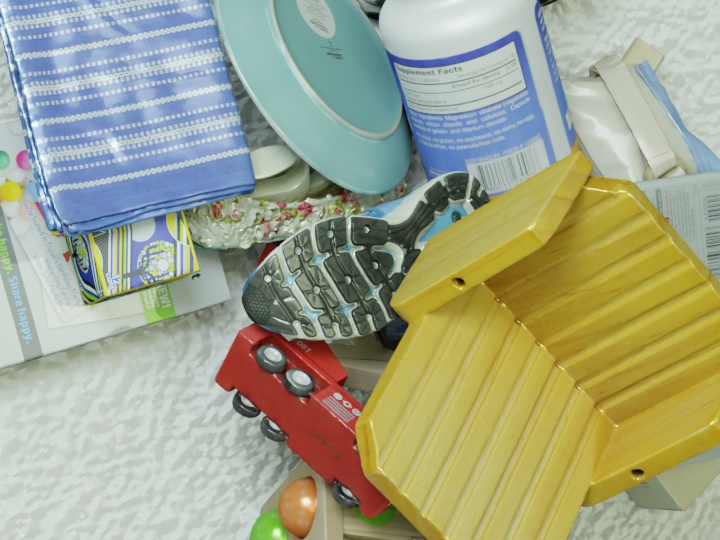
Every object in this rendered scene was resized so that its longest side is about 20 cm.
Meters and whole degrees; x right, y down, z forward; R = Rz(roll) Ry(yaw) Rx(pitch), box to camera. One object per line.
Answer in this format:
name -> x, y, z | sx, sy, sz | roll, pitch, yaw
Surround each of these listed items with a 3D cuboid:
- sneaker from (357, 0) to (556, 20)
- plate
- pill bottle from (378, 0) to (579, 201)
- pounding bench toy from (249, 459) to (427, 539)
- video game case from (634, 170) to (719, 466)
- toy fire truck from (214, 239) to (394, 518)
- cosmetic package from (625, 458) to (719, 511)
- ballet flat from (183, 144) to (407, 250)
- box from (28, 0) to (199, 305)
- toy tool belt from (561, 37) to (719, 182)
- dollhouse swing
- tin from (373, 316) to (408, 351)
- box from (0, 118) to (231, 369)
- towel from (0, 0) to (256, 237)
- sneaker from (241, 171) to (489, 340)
sneaker -> 0.089, -0.233, 1.441 | 0.198, 0.081, 0.084 | -4, 82, -22
plate -> -0.023, -0.145, 1.350 | 0.200, 0.025, 0.201 | 36, 37, -34
pill bottle -> 0.077, -0.146, 1.360 | 0.112, 0.112, 0.201 | -31, 120, -21
pounding bench toy -> 0.007, 0.169, 1.345 | 0.155, 0.124, 0.202 | 10, 57, -20
video game case -> 0.187, 0.041, 1.369 | 0.180, 0.023, 0.202 | -8, 97, -23
toy fire truck -> -0.019, 0.066, 1.307 | 0.200, 0.049, 0.141 | 40, 34, 18
cosmetic package -> 0.260, 0.076, 1.487 | 0.200, 0.073, 0.104 | -44, 102, -18
ballet flat -> -0.037, -0.061, 1.351 | 0.199, 0.064, 0.076 | -18, 53, -40
box -> -0.169, -0.084, 1.286 | 0.070, 0.064, 0.202 | -15, 88, -23
toy tool belt -> 0.223, -0.070, 1.453 | 0.122, 0.125, 0.201 | -30, 81, -25
dollhouse swing -> 0.125, 0.077, 1.230 | 0.200, 0.181, 0.176 | 47, 35, -19
tin -> 0.104, 0.028, 1.421 | 0.198, 0.042, 0.113 | 3, 92, -6
box -> -0.201, -0.026, 1.324 | 0.199, 0.041, 0.157 | -16, 91, -24
towel -> -0.152, -0.131, 1.252 | 0.144, 0.024, 0.202 | -14, 88, -24
sneaker -> 0.000, 0.000, 1.311 | 0.199, 0.090, 0.079 | -22, 90, -37
